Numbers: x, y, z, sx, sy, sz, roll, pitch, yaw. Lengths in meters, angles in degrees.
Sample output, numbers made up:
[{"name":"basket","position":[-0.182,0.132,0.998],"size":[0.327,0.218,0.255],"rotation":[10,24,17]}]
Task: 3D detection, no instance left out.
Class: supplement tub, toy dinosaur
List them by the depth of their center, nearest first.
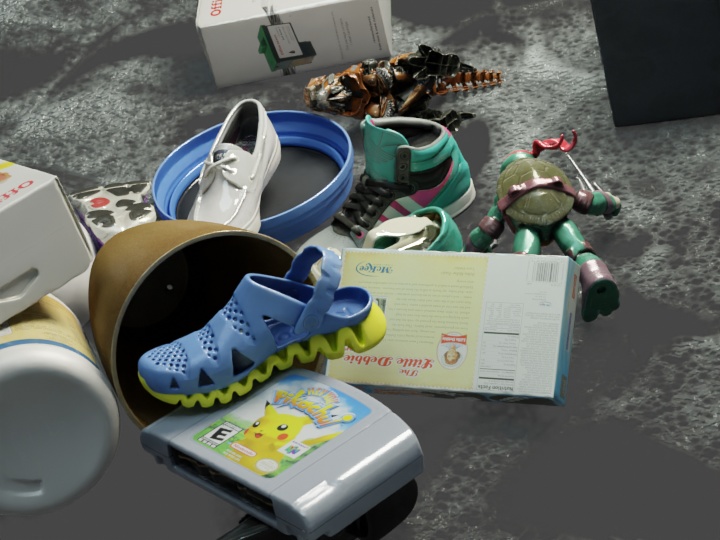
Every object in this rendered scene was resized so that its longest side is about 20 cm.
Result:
[{"name":"supplement tub","position":[-0.283,0.096,1.496],"size":[0.144,0.145,0.200],"rotation":[-22,26,-10]},{"name":"toy dinosaur","position":[0.048,-0.187,1.828],"size":[0.200,0.102,0.136],"rotation":[-31,23,-16]}]

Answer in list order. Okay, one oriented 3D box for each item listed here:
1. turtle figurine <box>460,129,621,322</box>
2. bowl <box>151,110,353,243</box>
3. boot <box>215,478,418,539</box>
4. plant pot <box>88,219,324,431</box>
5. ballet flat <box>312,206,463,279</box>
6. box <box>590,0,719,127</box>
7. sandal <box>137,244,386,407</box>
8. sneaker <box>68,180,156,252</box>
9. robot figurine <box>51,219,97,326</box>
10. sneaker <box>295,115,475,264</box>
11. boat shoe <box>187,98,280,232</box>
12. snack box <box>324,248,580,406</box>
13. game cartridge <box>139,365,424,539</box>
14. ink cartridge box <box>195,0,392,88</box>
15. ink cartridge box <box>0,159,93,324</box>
[{"name":"turtle figurine","position":[0.152,-0.040,1.583],"size":[0.149,0.101,0.200],"rotation":[-19,43,7]},{"name":"bowl","position":[-0.103,-0.085,1.785],"size":[0.200,0.039,0.201],"rotation":[-10,35,7]},{"name":"boot","position":[-0.070,0.163,1.408],"size":[0.199,0.069,0.174],"rotation":[-21,35,-27]},{"name":"plant pot","position":[-0.154,0.031,1.539],"size":[0.186,0.187,0.200],"rotation":[-28,27,-18]},{"name":"ballet flat","position":[0.000,0.000,1.601],"size":[0.200,0.071,0.067],"rotation":[-29,38,-19]},{"name":"box","position":[0.289,-0.278,1.766],"size":[0.123,0.201,0.197],"rotation":[-8,35,13]},{"name":"sandal","position":[-0.080,0.039,1.411],"size":[0.199,0.087,0.079],"rotation":[-22,32,-18]},{"name":"sneaker","position":[-0.231,-0.033,1.735],"size":[0.080,0.084,0.200],"rotation":[-8,19,-7]},{"name":"robot figurine","position":[-0.333,0.011,1.657],"size":[0.199,0.125,0.151],"rotation":[-12,36,9]},{"name":"sneaker","position":[0.013,-0.075,1.656],"size":[0.200,0.121,0.084],"rotation":[-33,39,-23]},{"name":"boat shoe","position":[-0.119,-0.088,1.699],"size":[0.072,0.069,0.200],"rotation":[1,38,21]},{"name":"snack box","position":[0.073,0.045,1.490],"size":[0.199,0.037,0.117],"rotation":[3,76,23]},{"name":"game cartridge","position":[-0.055,0.127,1.366],"size":[0.133,0.041,0.200],"rotation":[-28,33,-35]},{"name":"ink cartridge box","position":[-0.071,-0.284,2.007],"size":[0.199,0.085,0.146],"rotation":[-10,35,8]},{"name":"ink cartridge box","position":[-0.332,-0.023,1.499],"size":[0.145,0.084,0.200],"rotation":[-35,29,-26]}]
